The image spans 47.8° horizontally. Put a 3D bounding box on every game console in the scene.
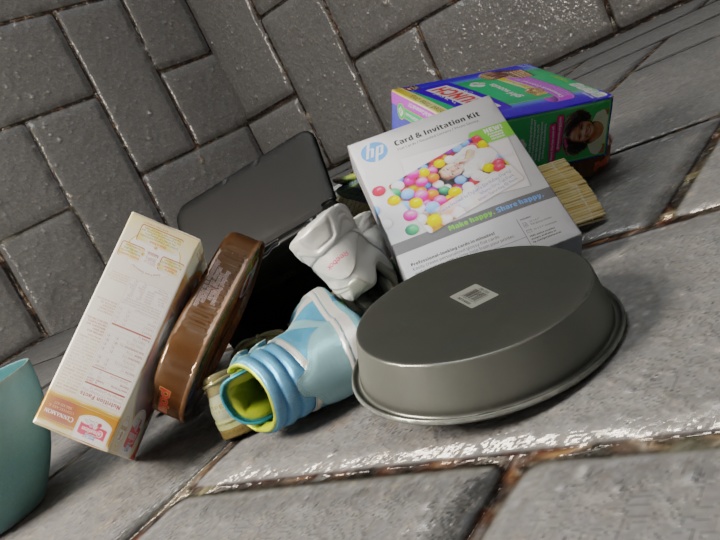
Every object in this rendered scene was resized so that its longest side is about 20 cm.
[{"bbox_3d":[-0.094,-0.025,0.934,0.198,0.177,0.117,-28,26,15],"label":"game console"}]

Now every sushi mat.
[{"bbox_3d":[0.133,-0.055,0.807,0.197,0.012,0.096,-17,44,-3],"label":"sushi mat"}]

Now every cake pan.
[{"bbox_3d":[0.082,0.036,0.571,0.197,0.037,0.201,-17,19,6],"label":"cake pan"}]

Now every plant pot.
[{"bbox_3d":[-0.401,0.202,0.839,0.198,0.136,0.200,-26,11,6],"label":"plant pot"}]

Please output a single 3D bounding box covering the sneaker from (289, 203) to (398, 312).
[{"bbox_3d":[0.000,0.000,0.775,0.078,0.100,0.200,-38,-9,14],"label":"sneaker"}]

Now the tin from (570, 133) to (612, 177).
[{"bbox_3d":[0.219,-0.159,1.026,0.198,0.043,0.111,21,33,37],"label":"tin"}]

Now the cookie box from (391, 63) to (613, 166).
[{"bbox_3d":[0.158,-0.173,0.942,0.197,0.076,0.171,-15,31,-20],"label":"cookie box"}]

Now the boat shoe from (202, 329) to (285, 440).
[{"bbox_3d":[-0.105,0.093,0.799,0.072,0.064,0.201,-24,12,16],"label":"boat shoe"}]

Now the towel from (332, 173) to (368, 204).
[{"bbox_3d":[0.080,-0.074,0.912,0.197,0.023,0.143,15,-5,-25],"label":"towel"}]

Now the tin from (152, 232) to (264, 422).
[{"bbox_3d":[-0.144,0.049,0.781,0.113,0.041,0.202,117,175,-48],"label":"tin"}]

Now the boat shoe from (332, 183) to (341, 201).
[{"bbox_3d":[-0.060,-0.069,1.064,0.200,0.065,0.075,-27,-25,-21],"label":"boat shoe"}]

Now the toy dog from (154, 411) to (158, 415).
[{"bbox_3d":[-0.226,0.100,0.958,0.094,0.135,0.200,-5,1,-1],"label":"toy dog"}]

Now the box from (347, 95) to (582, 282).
[{"bbox_3d":[0.089,-0.064,0.748,0.154,0.041,0.202,-19,50,-3],"label":"box"}]

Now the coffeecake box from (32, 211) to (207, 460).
[{"bbox_3d":[-0.218,0.070,0.777,0.154,0.072,0.203,116,175,-73],"label":"coffeecake box"}]

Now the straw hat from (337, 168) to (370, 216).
[{"bbox_3d":[0.063,-0.074,1.045,0.199,0.203,0.085,-31,52,-19],"label":"straw hat"}]

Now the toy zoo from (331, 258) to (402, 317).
[{"bbox_3d":[0.040,0.031,0.785,0.130,0.021,0.200,-32,20,-11],"label":"toy zoo"}]

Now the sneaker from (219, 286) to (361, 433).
[{"bbox_3d":[-0.068,0.077,0.716,0.129,0.081,0.200,-23,9,-13],"label":"sneaker"}]
